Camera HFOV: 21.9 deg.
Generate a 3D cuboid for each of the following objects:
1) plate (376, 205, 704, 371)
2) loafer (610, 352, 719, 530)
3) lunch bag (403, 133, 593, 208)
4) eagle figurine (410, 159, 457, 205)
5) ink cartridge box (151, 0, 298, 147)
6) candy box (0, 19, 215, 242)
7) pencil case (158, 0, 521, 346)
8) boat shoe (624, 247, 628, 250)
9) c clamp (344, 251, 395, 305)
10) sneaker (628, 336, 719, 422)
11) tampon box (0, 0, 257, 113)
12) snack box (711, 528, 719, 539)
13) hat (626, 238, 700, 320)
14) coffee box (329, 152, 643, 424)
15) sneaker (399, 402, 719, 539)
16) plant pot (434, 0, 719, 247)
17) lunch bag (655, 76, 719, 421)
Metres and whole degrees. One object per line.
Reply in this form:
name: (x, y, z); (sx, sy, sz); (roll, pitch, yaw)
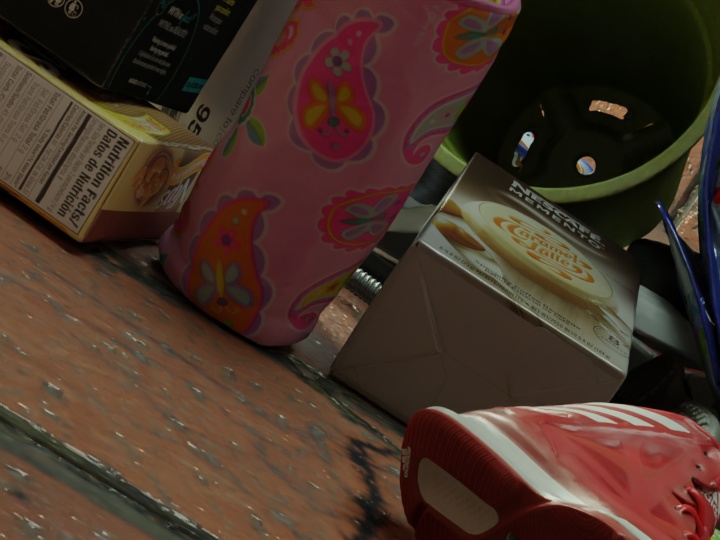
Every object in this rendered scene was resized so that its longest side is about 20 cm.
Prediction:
plate: (0.106, 0.006, 1.149); (0.199, 0.033, 0.199); (28, -7, -22)
loafer: (0.152, 0.098, 0.954); (0.070, 0.075, 0.200); (62, 6, -9)
lunch bag: (0.055, -0.094, 1.396); (0.200, 0.124, 0.170); (42, 12, 11)
eagle figurine: (-0.026, -0.116, 1.187); (0.198, 0.153, 0.151); (3, -8, -27)
ink cartridge box: (-0.063, -0.099, 0.969); (0.084, 0.145, 0.200); (21, 15, -44)
candy box: (-0.170, -0.088, 0.839); (0.199, 0.056, 0.115); (34, 8, 9)
pencil case: (-0.010, -0.064, 0.799); (0.087, 0.201, 0.088); (25, 27, -14)
boat shoe: (0.229, 0.051, 1.261); (0.200, 0.072, 0.076); (43, -27, -9)
c clamp: (0.000, 0.000, 1.032); (0.199, 0.027, 0.171); (37, 11, 19)
sneaker: (0.195, 0.090, 1.081); (0.199, 0.077, 0.082); (36, 4, 13)
tampon box: (-0.093, -0.194, 0.844); (0.126, 0.201, 0.150); (33, 5, 8)
snack box: (0.204, 0.181, 0.714); (0.199, 0.053, 0.142); (30, 9, -14)
hat: (0.249, 0.048, 1.149); (0.201, 0.081, 0.201); (49, -21, 25)
coffee box: (0.069, 0.021, 0.916); (0.114, 0.080, 0.200); (33, 18, 0)
sneaker: (0.111, 0.097, 0.644); (0.115, 0.079, 0.200); (-11, 36, -32)
plant pot: (0.130, -0.097, 1.119); (0.200, 0.200, 0.190); (36, -10, 22)
lunch bag: (0.222, -0.009, 0.967); (0.126, 0.202, 0.170); (11, -13, 17)
